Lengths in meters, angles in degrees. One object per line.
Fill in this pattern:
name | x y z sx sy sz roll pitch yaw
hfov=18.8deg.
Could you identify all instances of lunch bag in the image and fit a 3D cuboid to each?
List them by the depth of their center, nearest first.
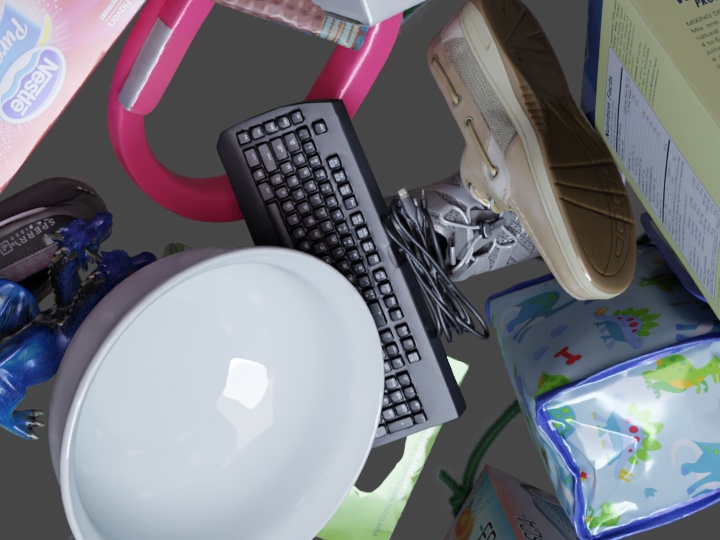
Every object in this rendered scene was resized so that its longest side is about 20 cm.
lunch bag | 0.188 0.048 1.251 0.199 0.170 0.128 -19 111 1

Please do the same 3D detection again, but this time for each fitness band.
fitness band | -0.059 -0.119 1.216 0.143 0.037 0.200 21 107 -41

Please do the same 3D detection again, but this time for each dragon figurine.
dragon figurine | -0.198 0.044 1.213 0.199 0.059 0.100 -31 146 -1

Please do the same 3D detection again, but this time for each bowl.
bowl | -0.092 0.068 1.172 0.200 0.090 0.202 -17 120 -31

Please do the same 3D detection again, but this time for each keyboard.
keyboard | 0.000 0.000 1.204 0.104 0.040 0.201 -22 101 7

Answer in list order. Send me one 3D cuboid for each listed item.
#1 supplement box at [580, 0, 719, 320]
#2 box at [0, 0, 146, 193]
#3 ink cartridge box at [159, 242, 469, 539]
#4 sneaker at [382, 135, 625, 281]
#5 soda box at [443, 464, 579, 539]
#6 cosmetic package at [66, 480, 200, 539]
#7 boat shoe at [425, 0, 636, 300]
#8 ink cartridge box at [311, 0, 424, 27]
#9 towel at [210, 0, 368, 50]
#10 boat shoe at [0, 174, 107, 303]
supplement box | 0.249 -0.094 1.156 0.199 0.200 0.135 -21 146 -12
box | -0.199 -0.128 1.195 0.100 0.096 0.200 36 100 -16
ink cartridge box | -0.049 0.091 1.288 0.199 0.076 0.148 21 104 -10
sneaker | 0.062 -0.020 1.262 0.199 0.082 0.075 -21 108 1
soda box | 0.103 0.188 1.268 0.068 0.200 0.064 26 103 -14
cosmetic package | -0.157 0.215 1.260 0.071 0.102 0.200 29 131 -17
boat shoe | 0.091 -0.062 1.212 0.072 0.201 0.065 8 142 -47
ink cartridge box | 0.052 -0.229 1.101 0.199 0.085 0.145 -26 110 -12
towel | -0.035 -0.232 1.137 0.146 0.022 0.201 17 94 -10
boat shoe | -0.234 0.013 1.255 0.200 0.057 0.067 -34 107 5
